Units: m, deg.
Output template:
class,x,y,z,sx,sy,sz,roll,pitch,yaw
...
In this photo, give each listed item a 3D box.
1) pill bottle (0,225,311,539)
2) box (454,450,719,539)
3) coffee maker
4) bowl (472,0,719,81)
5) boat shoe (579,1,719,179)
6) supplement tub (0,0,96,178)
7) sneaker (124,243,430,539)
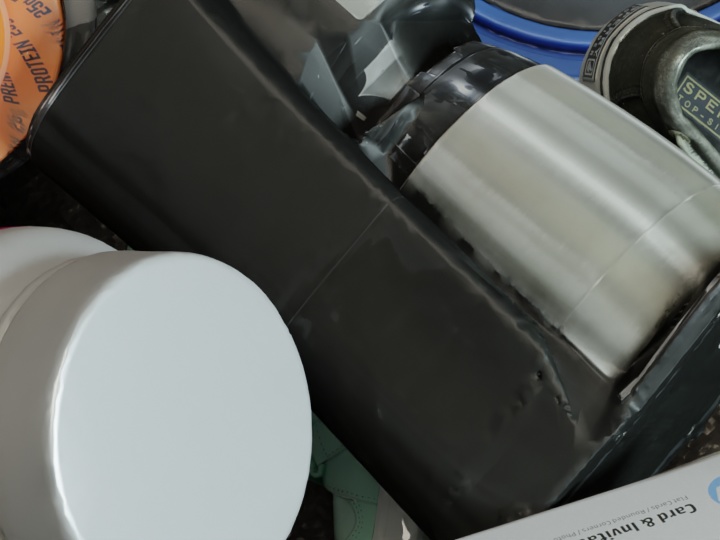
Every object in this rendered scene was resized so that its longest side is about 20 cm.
class,x,y,z,sx,sy,sz,roll,pitch,yaw
pill bottle,-0.116,0.045,0.830,0.199,0.113,0.114,-3,60,43
box,0.029,0.145,0.815,0.199,0.156,0.041,-16,37,-16
coffee maker,0.000,0.000,0.869,0.200,0.135,0.192,42,77,16
bowl,0.080,-0.163,0.974,0.200,0.039,0.202,1,98,5
boat shoe,0.159,-0.017,0.934,0.200,0.064,0.071,29,88,-24
supplement tub,-0.149,-0.091,0.954,0.122,0.200,0.123,-2,104,-9
sneaker,-0.027,0.040,0.971,0.118,0.074,0.201,-3,71,11
